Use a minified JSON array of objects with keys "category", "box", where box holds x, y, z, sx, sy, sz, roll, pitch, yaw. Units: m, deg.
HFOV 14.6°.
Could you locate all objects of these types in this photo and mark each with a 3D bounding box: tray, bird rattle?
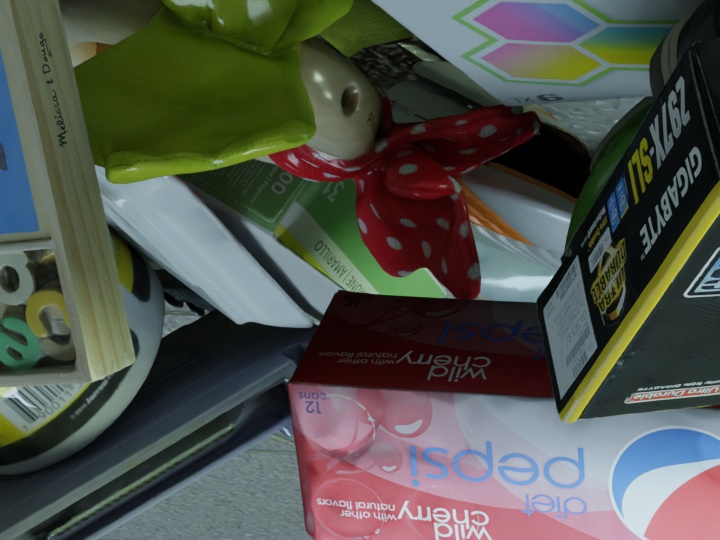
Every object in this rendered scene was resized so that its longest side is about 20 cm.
[{"category":"tray","box":[-0.087,-0.027,1.084,0.107,0.022,0.200,37,175,21]},{"category":"bird rattle","box":[-0.036,-0.070,0.972,0.163,0.113,0.200,18,178,35]}]

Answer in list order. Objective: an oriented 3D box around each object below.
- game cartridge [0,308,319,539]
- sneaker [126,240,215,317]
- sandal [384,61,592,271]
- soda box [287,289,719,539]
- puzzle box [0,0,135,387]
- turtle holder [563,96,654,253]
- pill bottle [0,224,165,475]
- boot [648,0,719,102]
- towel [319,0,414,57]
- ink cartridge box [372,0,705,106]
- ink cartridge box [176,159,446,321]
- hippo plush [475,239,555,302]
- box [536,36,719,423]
[{"category":"game cartridge","box":[-0.107,0.078,1.189,0.199,0.039,0.130,-30,-167,-13]},{"category":"sneaker","box":[-0.109,-0.012,1.285,0.199,0.071,0.099,0,160,9]},{"category":"sandal","box":[0.029,-0.056,1.105,0.206,0.059,0.079,22,169,38]},{"category":"soda box","box":[0.080,0.055,0.938,0.199,0.070,0.063,2,-150,15]},{"category":"puzzle box","box":[-0.150,-0.059,0.899,0.133,0.201,0.025,-5,-167,34]},{"category":"turtle holder","box":[0.155,-0.032,0.983,0.140,0.132,0.186,25,122,2]},{"category":"pill bottle","box":[-0.179,-0.016,1.132,0.114,0.115,0.200,-6,140,40]},{"category":"boot","box":[0.193,-0.098,0.804,0.199,0.073,0.151,-9,155,-17]},{"category":"towel","box":[-0.031,-0.115,0.964,0.086,0.018,0.200,-4,163,37]},{"category":"ink cartridge box","box":[0.077,-0.096,0.904,0.103,0.060,0.200,-2,164,26]},{"category":"ink cartridge box","box":[0.000,0.000,1.111,0.200,0.048,0.146,31,172,29]},{"category":"hippo plush","box":[0.117,0.061,1.221,0.199,0.162,0.159,16,-178,29]},{"category":"box","box":[0.168,-0.016,0.823,0.199,0.050,0.160,-5,153,-16]}]
